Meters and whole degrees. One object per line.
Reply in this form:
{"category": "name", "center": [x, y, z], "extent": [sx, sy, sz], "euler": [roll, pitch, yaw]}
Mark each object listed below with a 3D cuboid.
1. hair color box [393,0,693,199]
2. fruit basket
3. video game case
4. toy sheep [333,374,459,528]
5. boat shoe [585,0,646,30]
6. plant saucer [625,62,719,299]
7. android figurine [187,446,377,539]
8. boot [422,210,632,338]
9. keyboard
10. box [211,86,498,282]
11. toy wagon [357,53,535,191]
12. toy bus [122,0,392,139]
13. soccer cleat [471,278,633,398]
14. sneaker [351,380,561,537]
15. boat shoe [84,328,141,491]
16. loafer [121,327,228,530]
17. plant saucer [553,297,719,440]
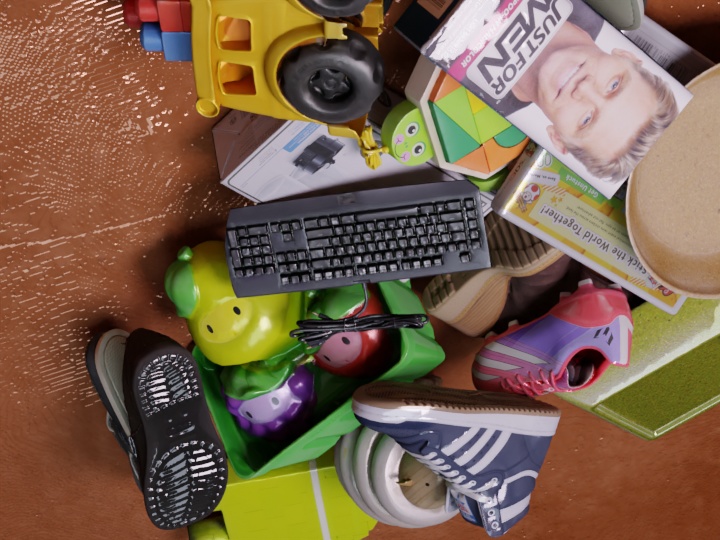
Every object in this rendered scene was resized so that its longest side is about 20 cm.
{"category": "hair color box", "center": [0.131, -0.148, 1.498], "extent": [0.200, 0.061, 0.100], "euler": [34, 99, -31]}
{"category": "fruit basket", "center": [-0.064, 0.056, 1.709], "extent": [0.215, 0.156, 0.216], "euler": [-19, 152, -10]}
{"category": "video game case", "center": [0.221, -0.081, 1.622], "extent": [0.200, 0.023, 0.182], "euler": [28, 99, -33]}
{"category": "toy sheep", "center": [0.040, 0.153, 1.819], "extent": [0.137, 0.200, 0.138], "euler": [-2, 95, -17]}
{"category": "boat shoe", "center": [0.156, -0.247, 1.482], "extent": [0.072, 0.061, 0.201], "euler": [8, 152, 37]}
{"category": "plant saucer", "center": [0.281, -0.076, 1.618], "extent": [0.200, 0.035, 0.201], "euler": [-11, 118, -21]}
{"category": "android figurine", "center": [-0.064, 0.208, 1.937], "extent": [0.199, 0.041, 0.182], "euler": [-12, 138, 0]}
{"category": "boot", "center": [0.166, -0.001, 1.747], "extent": [0.166, 0.073, 0.200], "euler": [14, 144, -38]}
{"category": "keyboard", "center": [0.000, 0.000, 1.608], "extent": [0.199, 0.021, 0.127], "euler": [-7, 116, 10]}
{"category": "box", "center": [-0.001, -0.080, 1.627], "extent": [0.200, 0.060, 0.117], "euler": [29, 124, -37]}
{"category": "toy wagon", "center": [0.089, -0.129, 1.562], "extent": [0.200, 0.040, 0.155], "euler": [-33, 131, -15]}
{"category": "toy bus", "center": [-0.073, -0.201, 1.445], "extent": [0.191, 0.136, 0.200], "euler": [5, 135, 4]}
{"category": "soccer cleat", "center": [0.152, 0.075, 1.723], "extent": [0.067, 0.077, 0.200], "euler": [10, 151, -29]}
{"category": "sneaker", "center": [0.069, 0.150, 1.674], "extent": [0.200, 0.070, 0.109], "euler": [8, 101, -38]}
{"category": "boat shoe", "center": [-0.191, 0.128, 1.801], "extent": [0.067, 0.072, 0.200], "euler": [1, 138, 29]}
{"category": "loafer", "center": [-0.155, 0.125, 1.731], "extent": [0.073, 0.071, 0.200], "euler": [-14, 128, -17]}
{"category": "plant saucer", "center": [0.275, 0.083, 1.843], "extent": [0.199, 0.048, 0.200], "euler": [-32, 150, 20]}
